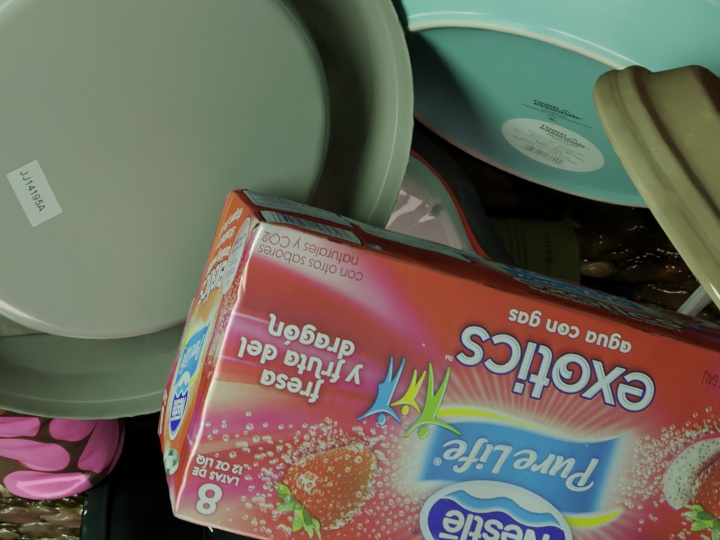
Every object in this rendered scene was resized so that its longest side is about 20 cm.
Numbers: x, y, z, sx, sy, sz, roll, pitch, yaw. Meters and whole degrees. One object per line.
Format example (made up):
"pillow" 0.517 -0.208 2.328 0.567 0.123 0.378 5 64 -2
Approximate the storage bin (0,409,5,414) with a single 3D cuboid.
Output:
"storage bin" -0.178 -0.023 0.688 0.200 0.146 0.134 -10 143 24

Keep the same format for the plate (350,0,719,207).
"plate" 0.072 -0.063 0.616 0.200 0.026 0.200 20 165 6

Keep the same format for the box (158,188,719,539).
"box" 0.042 0.047 0.557 0.200 0.096 0.100 16 -174 -12

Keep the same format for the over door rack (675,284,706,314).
"over door rack" 0.189 0.046 0.673 0.148 0.200 0.067 43 167 22

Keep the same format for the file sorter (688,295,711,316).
"file sorter" 0.236 0.068 0.810 0.139 0.125 0.200 -39 152 -6

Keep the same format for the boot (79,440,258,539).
"boot" -0.084 0.156 1.051 0.168 0.076 0.200 4 -168 -4

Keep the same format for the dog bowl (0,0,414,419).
"dog bowl" -0.084 -0.048 0.584 0.200 0.059 0.200 -12 121 -20

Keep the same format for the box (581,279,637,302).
"box" 0.016 0.049 0.921 0.198 0.050 0.200 12 154 -19

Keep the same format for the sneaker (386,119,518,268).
"sneaker" 0.041 -0.002 0.734 0.077 0.082 0.200 -15 131 19

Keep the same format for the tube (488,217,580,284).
"tube" 0.000 0.000 0.790 0.200 0.058 0.052 2 113 -8

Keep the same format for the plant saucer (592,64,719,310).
"plant saucer" 0.141 0.014 0.494 0.029 0.200 0.200 -39 140 17

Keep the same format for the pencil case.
"pencil case" -0.196 0.064 0.923 0.094 0.091 0.200 -31 153 -4
